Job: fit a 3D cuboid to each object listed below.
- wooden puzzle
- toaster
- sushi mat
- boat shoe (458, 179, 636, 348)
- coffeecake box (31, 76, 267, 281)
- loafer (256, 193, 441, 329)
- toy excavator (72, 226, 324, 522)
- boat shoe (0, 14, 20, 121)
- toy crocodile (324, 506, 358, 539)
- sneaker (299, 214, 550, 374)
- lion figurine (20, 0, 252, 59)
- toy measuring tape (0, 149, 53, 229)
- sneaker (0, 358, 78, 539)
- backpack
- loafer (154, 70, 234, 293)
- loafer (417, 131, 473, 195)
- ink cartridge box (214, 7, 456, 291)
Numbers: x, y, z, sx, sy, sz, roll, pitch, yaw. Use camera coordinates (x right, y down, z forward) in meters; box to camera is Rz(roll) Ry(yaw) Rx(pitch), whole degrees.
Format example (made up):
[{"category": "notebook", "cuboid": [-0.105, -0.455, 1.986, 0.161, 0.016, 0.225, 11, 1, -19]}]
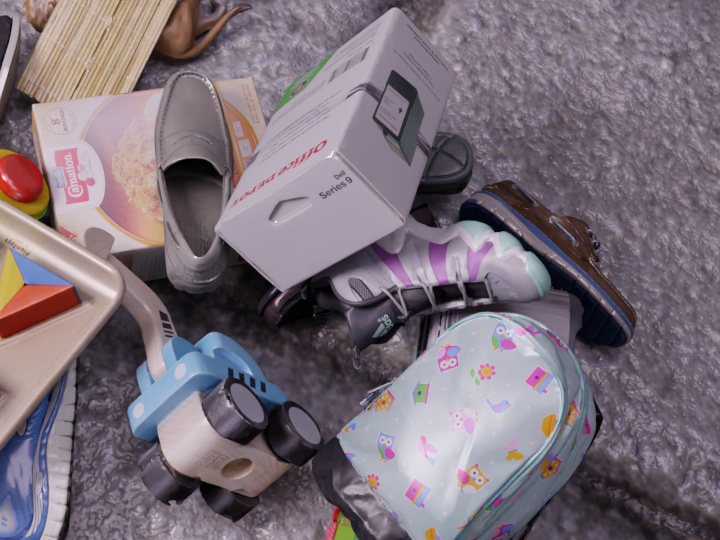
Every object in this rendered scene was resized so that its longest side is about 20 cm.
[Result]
[{"category": "wooden puzzle", "cuboid": [-0.298, 0.036, 0.822, 0.184, 0.046, 0.201, 28, 67, 15]}, {"category": "toaster", "cuboid": [0.113, 0.085, 0.969, 0.128, 0.114, 0.202, 13, 62, -4]}, {"category": "sushi mat", "cuboid": [-0.231, -0.232, 1.053, 0.095, 0.012, 0.201, 28, 84, -20]}, {"category": "boat shoe", "cuboid": [0.187, -0.015, 1.065, 0.200, 0.072, 0.072, 44, 60, 11]}, {"category": "coffeecake box", "cuboid": [-0.176, -0.077, 1.005, 0.198, 0.073, 0.155, -11, 68, -19]}, {"category": "loafer", "cuboid": [0.000, 0.000, 1.013, 0.199, 0.072, 0.063, -34, 78, -30]}, {"category": "toy excavator", "cuboid": [-0.144, 0.075, 0.897, 0.194, 0.100, 0.201, 31, 23, -44]}, {"category": "boat shoe", "cuboid": [-0.343, -0.144, 1.005, 0.060, 0.074, 0.202, 12, 68, -13]}, {"category": "toy crocodile", "cuboid": [-0.008, 0.224, 0.890, 0.061, 0.068, 0.201, 13, 58, 1]}, {"category": "sneaker", "cuboid": [0.042, 0.026, 0.907, 0.199, 0.078, 0.140, 16, 61, 34]}, {"category": "lion figurine", "cuboid": [-0.213, -0.252, 1.095, 0.198, 0.073, 0.123, 22, 68, -7]}, {"category": "toy measuring tape", "cuboid": [-0.315, -0.091, 0.928, 0.074, 0.073, 0.200, -42, 94, -29]}, {"category": "sneaker", "cuboid": [-0.263, 0.109, 0.874, 0.088, 0.079, 0.202, 5, 61, -14]}, {"category": "backpack", "cuboid": [0.078, 0.126, 0.809, 0.200, 0.127, 0.167, -44, 68, 4]}, {"category": "loafer", "cuboid": [-0.134, -0.082, 0.936, 0.069, 0.070, 0.202, -3, 67, -14]}, {"category": "loafer", "cuboid": [0.007, -0.096, 1.073, 0.198, 0.063, 0.073, 6, 68, 8]}, {"category": "ink cartridge box", "cuboid": [-0.017, -0.098, 0.922, 0.084, 0.145, 0.201, 43, 42, -22]}]
